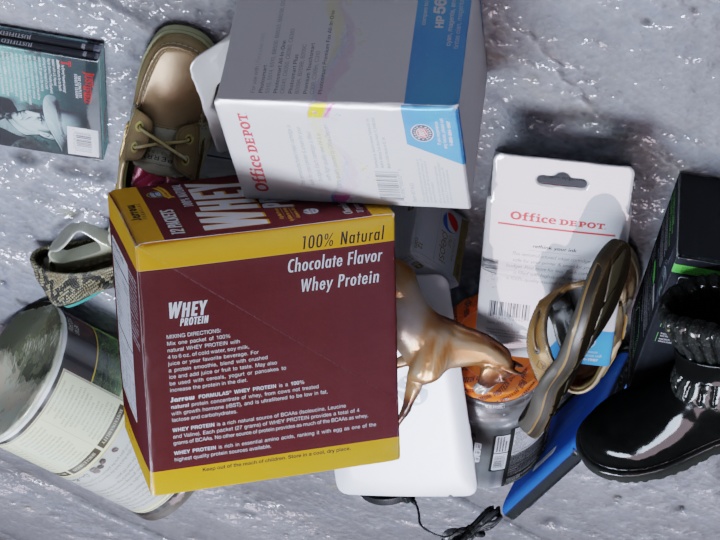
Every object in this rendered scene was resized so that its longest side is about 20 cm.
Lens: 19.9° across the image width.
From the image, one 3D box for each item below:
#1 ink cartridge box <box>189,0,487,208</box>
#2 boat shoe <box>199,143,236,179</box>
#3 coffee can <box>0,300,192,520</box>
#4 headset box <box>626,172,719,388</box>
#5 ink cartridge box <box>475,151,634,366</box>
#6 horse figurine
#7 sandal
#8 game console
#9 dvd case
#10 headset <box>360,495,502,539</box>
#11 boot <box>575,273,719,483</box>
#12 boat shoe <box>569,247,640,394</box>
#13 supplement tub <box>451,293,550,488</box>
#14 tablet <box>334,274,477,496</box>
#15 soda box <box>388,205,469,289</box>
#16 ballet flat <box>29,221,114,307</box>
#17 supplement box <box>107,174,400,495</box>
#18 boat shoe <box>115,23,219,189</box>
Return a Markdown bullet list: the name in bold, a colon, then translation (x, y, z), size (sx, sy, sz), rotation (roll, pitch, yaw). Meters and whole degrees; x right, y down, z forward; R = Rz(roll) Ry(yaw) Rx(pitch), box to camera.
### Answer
- **ink cartridge box**: translation (-0.015, -0.134, 1.489), size (0.198, 0.126, 0.129), rotation (4, 149, 10)
- **boat shoe**: translation (-0.089, -0.062, 1.689), size (0.199, 0.066, 0.072), rotation (14, 149, -7)
- **coffee can**: translation (-0.255, 0.138, 1.990), size (0.199, 0.147, 0.146), rotation (31, 143, -32)
- **headset box**: translation (0.323, 0.022, 1.670), size (0.173, 0.093, 0.201), rotation (10, 140, -1)
- **ink cartridge box**: translation (0.157, -0.025, 1.649), size (0.115, 0.068, 0.201), rotation (6, 129, 4)
- **horse figurine**: translation (0.021, 0.043, 1.673), size (0.132, 0.050, 0.200), rotation (-37, 90, 24)
- **sandal**: translation (0.158, 0.052, 1.630), size (0.054, 0.082, 0.201), rotation (31, 136, 10)
- **game console**: translation (0.243, 0.158, 1.903), size (0.118, 0.171, 0.200), rotation (32, 146, -2)
- **dvd case**: translation (-0.304, -0.150, 1.648), size (0.198, 0.022, 0.146), rotation (10, 150, 1)
- **headset**: translation (0.040, 0.162, 1.830), size (0.094, 0.201, 0.124), rotation (-27, 159, -15)
- **boot**: translation (0.252, 0.082, 1.616), size (0.210, 0.080, 0.158), rotation (-19, 141, 15)
- **boat shoe**: translation (0.202, 0.042, 1.779), size (0.073, 0.070, 0.200), rotation (6, 149, 6)
- **supplement tub**: translation (0.114, 0.105, 1.819), size (0.122, 0.123, 0.200), rotation (7, 153, 4)
- **tablet**: translation (0.026, 0.099, 1.731), size (0.129, 0.014, 0.201), rotation (-2, 111, 21)
- **soda box**: translation (0.000, 0.000, 1.765), size (0.064, 0.068, 0.199), rotation (32, 142, -32)
- **ballet flat**: translation (-0.220, -0.016, 1.813), size (0.199, 0.068, 0.075), rotation (-13, 127, 37)
- **supplement box**: translation (-0.081, 0.041, 1.563), size (0.196, 0.133, 0.201), rotation (-7, 111, -14)
- **boat shoe**: translation (-0.150, -0.094, 1.598), size (0.073, 0.067, 0.201), rotation (11, 126, 0)
